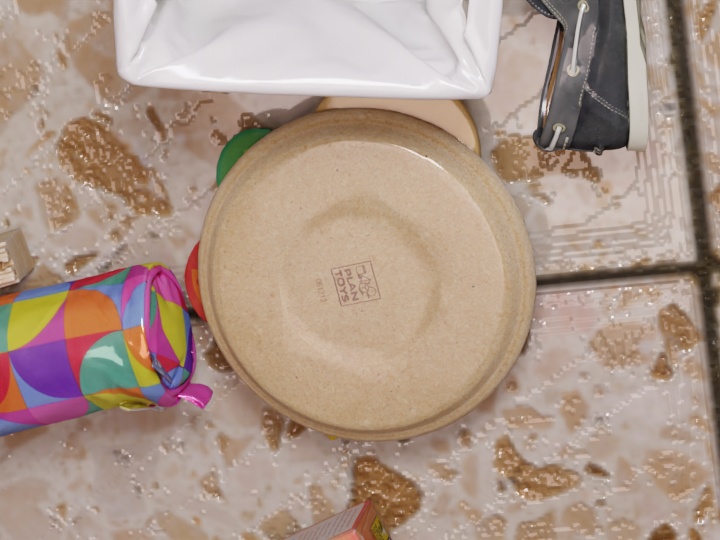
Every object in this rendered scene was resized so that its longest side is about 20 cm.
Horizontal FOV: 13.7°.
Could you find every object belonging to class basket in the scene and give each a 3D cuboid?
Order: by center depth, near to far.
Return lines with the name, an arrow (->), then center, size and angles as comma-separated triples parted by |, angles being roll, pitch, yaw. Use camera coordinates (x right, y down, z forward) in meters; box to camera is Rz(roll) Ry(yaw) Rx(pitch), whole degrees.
basket -> -0.026, -0.172, 1.573 | 0.199, 0.123, 0.136 | 3, 110, -1

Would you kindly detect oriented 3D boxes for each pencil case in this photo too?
pencil case -> -0.190, 0.055, 1.713 | 0.199, 0.088, 0.089 | -10, 104, 15

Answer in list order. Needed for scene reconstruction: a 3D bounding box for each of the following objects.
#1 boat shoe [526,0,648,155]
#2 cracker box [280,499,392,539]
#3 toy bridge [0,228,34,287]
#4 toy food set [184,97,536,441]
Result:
boat shoe -> 0.118, -0.159, 1.594 | 0.067, 0.072, 0.201 | -1, 108, 7
cracker box -> -0.052, 0.237, 1.751 | 0.199, 0.058, 0.134 | -26, 99, 16
toy bridge -> -0.291, 0.019, 1.729 | 0.199, 0.067, 0.027 | -13, 103, 14
toy food set -> 0.000, 0.000, 1.676 | 0.197, 0.049, 0.201 | -28, 99, 17
